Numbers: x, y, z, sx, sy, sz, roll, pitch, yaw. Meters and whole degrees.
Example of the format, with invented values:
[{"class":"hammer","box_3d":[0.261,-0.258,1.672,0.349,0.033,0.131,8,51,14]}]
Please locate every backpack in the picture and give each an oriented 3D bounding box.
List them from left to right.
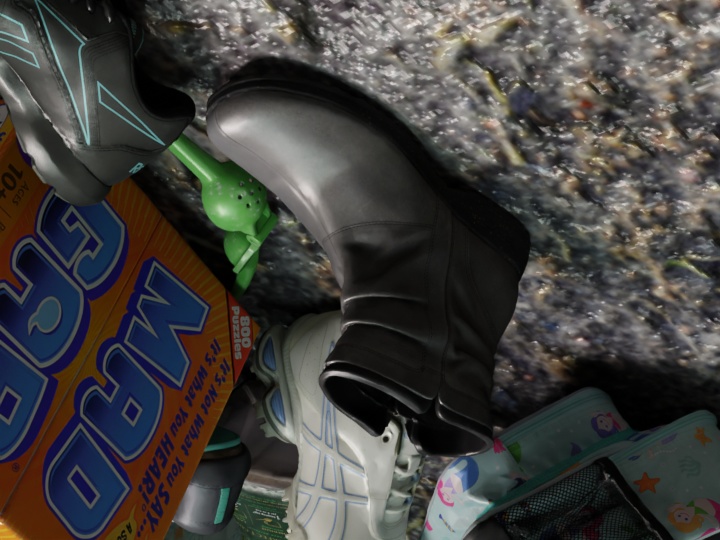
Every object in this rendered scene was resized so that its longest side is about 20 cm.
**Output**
[{"class":"backpack","box_3d":[0.135,0.160,0.907,0.198,0.151,0.178,-20,152,-18]}]

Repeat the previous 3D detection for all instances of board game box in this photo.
[{"class":"board game box","box_3d":[-0.216,0.056,0.852,0.199,0.201,0.200,-9,133,37]}]

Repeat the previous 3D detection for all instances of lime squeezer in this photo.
[{"class":"lime squeezer","box_3d":[-0.077,-0.027,0.843,0.070,0.038,0.201,3,146,20]}]

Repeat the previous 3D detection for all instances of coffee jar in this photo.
[{"class":"coffee jar","box_3d":[-0.036,0.160,1.054,0.103,0.086,0.201,10,146,15]}]

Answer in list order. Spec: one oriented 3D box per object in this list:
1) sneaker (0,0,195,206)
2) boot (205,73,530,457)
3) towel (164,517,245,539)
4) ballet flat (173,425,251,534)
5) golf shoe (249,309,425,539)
[{"class":"sneaker","box_3d":[-0.151,-0.122,0.724,0.079,0.076,0.201,-24,131,10]},{"class":"boot","box_3d":[0.000,0.000,0.761,0.199,0.133,0.070,29,146,-19]},{"class":"towel","box_3d":[-0.121,0.223,1.107,0.048,0.172,0.201,11,147,13]},{"class":"ballet flat","box_3d":[-0.124,0.112,0.957,0.073,0.073,0.200,37,173,-29]},{"class":"golf shoe","box_3d":[0.004,0.118,0.901,0.097,0.202,0.078,-20,174,30]}]
